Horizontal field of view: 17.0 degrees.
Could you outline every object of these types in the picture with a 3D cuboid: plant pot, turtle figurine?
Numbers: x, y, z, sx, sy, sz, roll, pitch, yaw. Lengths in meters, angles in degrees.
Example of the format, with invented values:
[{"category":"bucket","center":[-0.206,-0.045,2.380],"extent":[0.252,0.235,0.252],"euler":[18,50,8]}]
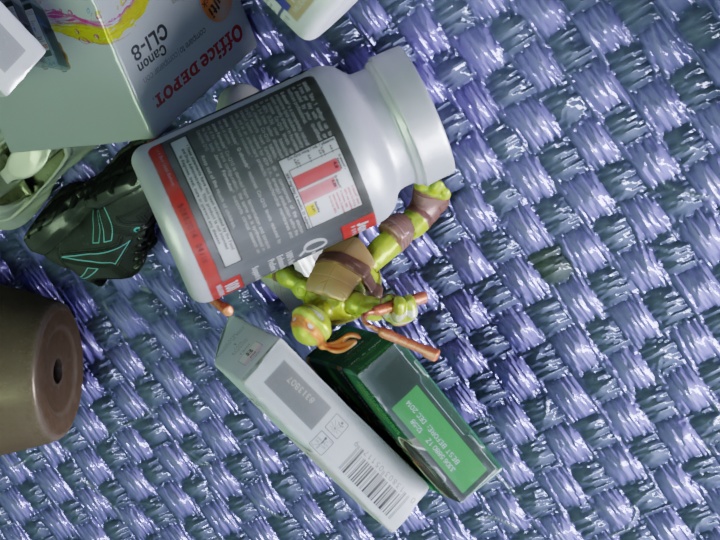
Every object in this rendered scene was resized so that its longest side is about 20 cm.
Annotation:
[{"category":"plant pot","center":[-0.326,0.081,1.970],"extent":[0.173,0.201,0.202],"euler":[1,123,15]},{"category":"turtle figurine","center":[0.000,0.000,1.677],"extent":[0.199,0.162,0.065],"euler":[14,147,33]}]

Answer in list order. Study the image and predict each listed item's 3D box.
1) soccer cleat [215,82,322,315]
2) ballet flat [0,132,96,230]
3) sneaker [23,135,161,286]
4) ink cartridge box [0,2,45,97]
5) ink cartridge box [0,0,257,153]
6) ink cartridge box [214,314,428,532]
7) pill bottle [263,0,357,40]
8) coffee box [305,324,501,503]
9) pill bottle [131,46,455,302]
[{"category":"soccer cleat","center":[-0.067,-0.043,1.765],"extent":[0.077,0.069,0.201],"euler":[-5,121,41]},{"category":"ballet flat","center":[-0.266,-0.081,1.878],"extent":[0.070,0.069,0.200],"euler":[49,136,-6]},{"category":"sneaker","center":[-0.181,-0.044,1.852],"extent":[0.079,0.076,0.200],"euler":[45,145,-14]},{"category":"ink cartridge box","center":[-0.311,-0.185,1.633],"extent":[0.161,0.050,0.200],"euler":[47,163,-20]},{"category":"ink cartridge box","center":[-0.192,-0.204,1.678],"extent":[0.144,0.145,0.201],"euler":[-2,121,37]},{"category":"ink cartridge box","center":[-0.045,0.103,1.762],"extent":[0.163,0.057,0.200],"euler":[45,169,-18]},{"category":"pill bottle","center":[-0.063,-0.259,1.565],"extent":[0.200,0.120,0.120],"euler":[44,136,-1]},{"category":"coffee box","center":[0.028,0.102,1.745],"extent":[0.123,0.044,0.200],"euler":[52,172,-10]},{"category":"pill bottle","center":[-0.044,-0.068,1.628],"extent":[0.116,0.199,0.117],"euler":[156,90,-87]}]
